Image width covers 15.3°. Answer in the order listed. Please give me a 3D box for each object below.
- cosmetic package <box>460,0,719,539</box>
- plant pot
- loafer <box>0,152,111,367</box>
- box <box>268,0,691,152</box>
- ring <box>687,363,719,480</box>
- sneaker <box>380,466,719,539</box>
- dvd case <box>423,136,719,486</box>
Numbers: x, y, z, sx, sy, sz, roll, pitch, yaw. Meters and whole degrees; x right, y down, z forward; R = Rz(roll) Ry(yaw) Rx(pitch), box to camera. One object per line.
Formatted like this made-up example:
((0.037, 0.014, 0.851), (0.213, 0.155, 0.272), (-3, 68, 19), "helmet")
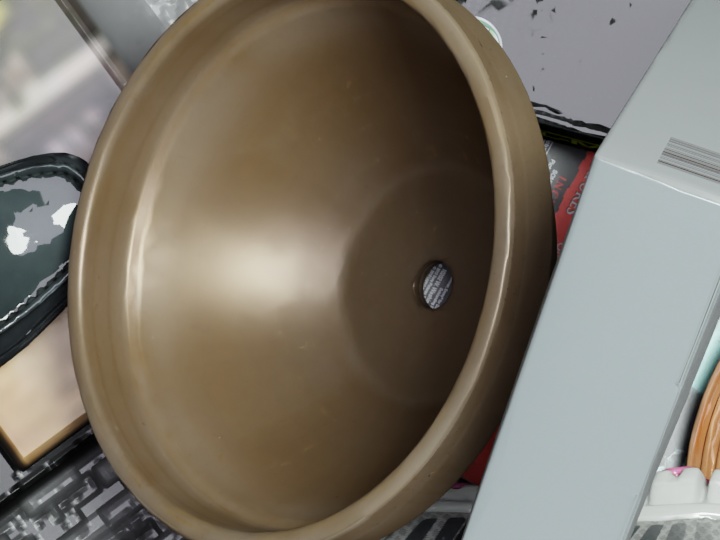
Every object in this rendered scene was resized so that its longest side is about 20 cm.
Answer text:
((0.091, 0.008, 0.849), (0.052, 0.200, 0.151), (19, 113, 9), "cosmetic package")
((0.000, 0.000, 0.914), (0.201, 0.093, 0.201), (-10, 74, 41), "plant pot")
((-0.176, 0.023, 0.956), (0.200, 0.070, 0.068), (-32, 88, -4), "loafer")
((0.082, -0.146, 0.970), (0.193, 0.048, 0.200), (15, 85, 8), "box")
((0.212, 0.081, 0.935), (0.200, 0.019, 0.201), (-2, 85, 23), "ring")
((0.053, 0.124, 0.907), (0.199, 0.074, 0.088), (-8, 44, 3), "sneaker")
((0.109, 0.036, 0.991), (0.200, 0.022, 0.146), (28, 87, 1), "dvd case")
